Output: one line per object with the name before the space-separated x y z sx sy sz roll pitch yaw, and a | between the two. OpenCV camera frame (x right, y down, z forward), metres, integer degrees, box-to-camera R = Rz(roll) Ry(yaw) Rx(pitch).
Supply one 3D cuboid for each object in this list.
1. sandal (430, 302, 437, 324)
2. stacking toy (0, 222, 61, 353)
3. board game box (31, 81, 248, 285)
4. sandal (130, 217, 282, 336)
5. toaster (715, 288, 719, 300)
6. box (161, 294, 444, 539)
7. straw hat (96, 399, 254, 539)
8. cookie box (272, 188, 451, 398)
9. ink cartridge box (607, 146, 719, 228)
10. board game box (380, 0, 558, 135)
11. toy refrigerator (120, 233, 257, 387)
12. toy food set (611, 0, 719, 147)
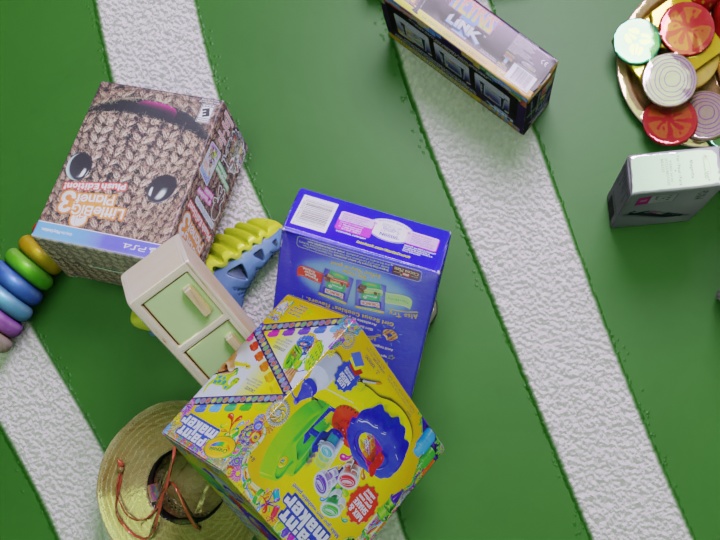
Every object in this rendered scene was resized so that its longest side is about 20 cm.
sandal | -0.001 0.000 1.313 0.201 0.057 0.080 41 90 3
stacking toy | -0.380 -0.007 1.346 0.085 0.085 0.201 36 83 8
board game box | -0.237 -0.089 1.285 0.158 0.097 0.202 10 67 17
sandal | -0.161 0.019 1.329 0.199 0.079 0.087 -38 113 -4
toaster | 0.470 -0.008 1.211 0.118 0.181 0.201 34 87 11
box | -0.053 0.170 1.171 0.193 0.122 0.201 -48 125 -19
straw hat | -0.184 0.233 1.295 0.199 0.085 0.203 0 91 17
cookie box | -0.006 0.032 1.246 0.170 0.201 0.075 16 41 6
ink cartridge box | 0.353 -0.088 1.217 0.172 0.200 0.044 -5 82 6
board game box | 0.117 -0.243 1.272 0.199 0.165 0.057 38 90 8
toy refrigerator | -0.153 0.067 1.200 0.076 0.070 0.201 -35 122 1
toy food set | 0.382 -0.230 1.305 0.197 0.049 0.201 -35 83 1
